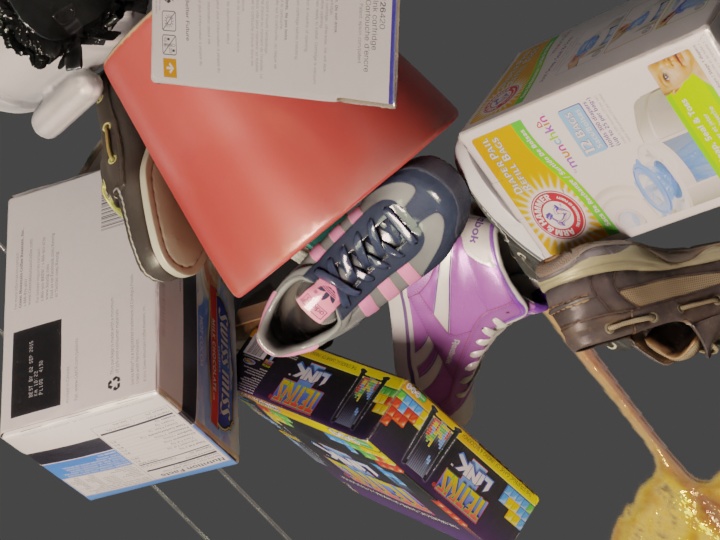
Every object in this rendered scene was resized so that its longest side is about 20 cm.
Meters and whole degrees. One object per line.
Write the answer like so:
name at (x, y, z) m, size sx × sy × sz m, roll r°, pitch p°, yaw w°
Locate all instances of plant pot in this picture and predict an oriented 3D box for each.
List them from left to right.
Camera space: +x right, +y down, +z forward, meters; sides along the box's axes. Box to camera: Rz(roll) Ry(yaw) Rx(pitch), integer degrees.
plant pot at (-0.063, -0.110, 1.317) m, size 0.178 × 0.200 × 0.200 m, roll 50°, pitch 137°, yaw -3°

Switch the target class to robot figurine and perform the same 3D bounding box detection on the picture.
robot figurine at (-0.224, -0.182, 1.401) m, size 0.199 × 0.112 × 0.171 m, roll -27°, pitch 70°, yaw 45°

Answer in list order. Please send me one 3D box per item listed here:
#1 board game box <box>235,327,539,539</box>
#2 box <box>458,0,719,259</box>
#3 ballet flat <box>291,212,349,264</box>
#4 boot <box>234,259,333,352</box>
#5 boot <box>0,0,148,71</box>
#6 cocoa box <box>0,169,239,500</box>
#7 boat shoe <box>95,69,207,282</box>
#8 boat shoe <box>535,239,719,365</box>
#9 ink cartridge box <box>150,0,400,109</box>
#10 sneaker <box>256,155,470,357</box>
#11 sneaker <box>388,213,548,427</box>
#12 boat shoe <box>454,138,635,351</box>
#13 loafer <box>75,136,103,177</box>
board game box at (0.011, 0.125, 1.465) m, size 0.165 × 0.057 × 0.199 m, roll 44°, pitch 164°, yaw -32°
box at (0.177, -0.098, 1.221) m, size 0.199 × 0.102 × 0.113 m, roll -20°, pitch 114°, yaw 43°
ballet flat at (-0.066, -0.045, 1.463) m, size 0.199 × 0.070 × 0.070 m, roll 36°, pitch 138°, yaw -1°
boot at (-0.101, 0.046, 1.561) m, size 0.199 × 0.074 × 0.076 m, roll -13°, pitch 129°, yaw 37°
boot at (-0.193, -0.240, 1.275) m, size 0.199 × 0.162 × 0.073 m, roll 56°, pitch 167°, yaw -6°
cocoa box at (-0.174, 0.044, 1.455) m, size 0.132 × 0.202 × 0.131 m, roll -15°, pitch 147°, yaw 18°
boat shoe at (-0.148, -0.071, 1.385) m, size 0.060 × 0.203 × 0.072 m, roll -27°, pitch 141°, yaw 24°
boat shoe at (0.197, 0.024, 1.265) m, size 0.074 × 0.198 × 0.074 m, roll -27°, pitch 67°, yaw 58°
ink cartridge box at (-0.040, -0.200, 1.147) m, size 0.199 × 0.047 × 0.200 m, roll 10°, pitch 102°, yaw 38°
sneaker at (0.000, 0.000, 1.357) m, size 0.070 × 0.082 × 0.200 m, roll 45°, pitch 133°, yaw 2°
sneaker at (0.084, 0.046, 1.436) m, size 0.113 × 0.073 × 0.202 m, roll 6°, pitch 132°, yaw 22°
boat shoe at (0.131, -0.016, 1.351) m, size 0.200 × 0.069 × 0.057 m, roll 43°, pitch 138°, yaw -10°
loafer at (-0.187, -0.064, 1.533) m, size 0.071 × 0.063 × 0.200 m, roll 10°, pitch 146°, yaw -22°
